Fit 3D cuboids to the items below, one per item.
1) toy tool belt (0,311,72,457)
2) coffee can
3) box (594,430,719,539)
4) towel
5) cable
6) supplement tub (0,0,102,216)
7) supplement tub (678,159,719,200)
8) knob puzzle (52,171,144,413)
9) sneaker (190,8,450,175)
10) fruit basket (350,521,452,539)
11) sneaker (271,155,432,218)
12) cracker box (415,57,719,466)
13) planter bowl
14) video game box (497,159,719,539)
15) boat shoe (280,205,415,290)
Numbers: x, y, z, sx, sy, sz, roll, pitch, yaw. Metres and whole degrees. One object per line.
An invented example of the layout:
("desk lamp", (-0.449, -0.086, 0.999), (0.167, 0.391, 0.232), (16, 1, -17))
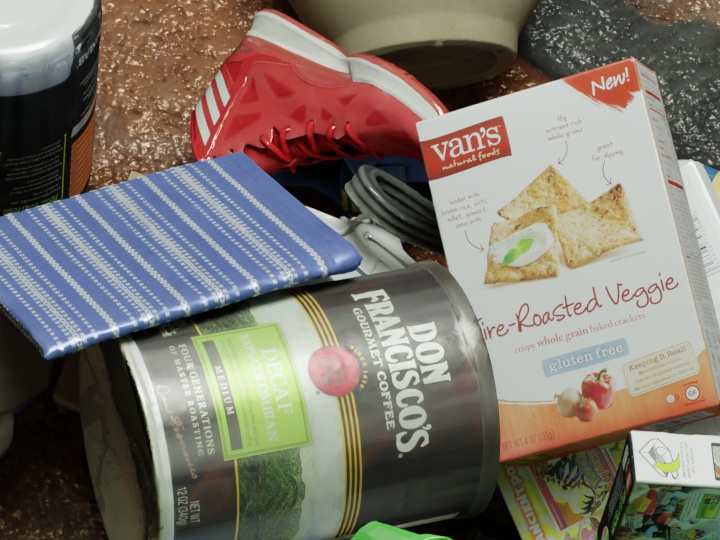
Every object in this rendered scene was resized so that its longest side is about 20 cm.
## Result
("toy tool belt", (-0.245, 0.046, 1.700), (0.122, 0.126, 0.200), (-3, 12, 20))
("coffee can", (-0.041, 0.083, 1.647), (0.199, 0.147, 0.147), (-10, 53, -19))
("box", (0.181, 0.163, 1.621), (0.109, 0.201, 0.035), (4, 50, -6))
("towel", (-0.116, -0.008, 1.646), (0.199, 0.024, 0.145), (-17, 34, -27))
("cable", (0.068, -0.001, 1.780), (0.199, 0.050, 0.097), (14, 40, -40))
("supplement tub", (-0.218, -0.100, 1.773), (0.122, 0.201, 0.123), (4, 49, -5))
("supplement tub", (0.252, 0.032, 1.779), (0.199, 0.145, 0.145), (22, 50, 8))
("knob puzzle", (-0.072, 0.049, 1.776), (0.218, 0.031, 0.221), (13, 52, -17))
("sneaker", (-0.025, -0.075, 1.805), (0.200, 0.078, 0.116), (28, 77, 46))
("fruit basket", (0.044, 0.237, 1.471), (0.155, 0.216, 0.216), (-33, 60, -6))
("sneaker", (0.032, -0.058, 1.867), (0.199, 0.074, 0.082), (19, 49, 17))
("cracker box", (0.120, -0.003, 1.659), (0.133, 0.058, 0.201), (-16, 80, 17))
("planter bowl", (0.036, -0.193, 1.917), (0.199, 0.200, 0.136), (-2, 77, -11))
("video game box", (0.154, 0.067, 1.695), (0.181, 0.047, 0.201), (-26, 78, 13))
("boat shoe", (0.003, -0.002, 1.781), (0.201, 0.075, 0.086), (33, 49, -5))
